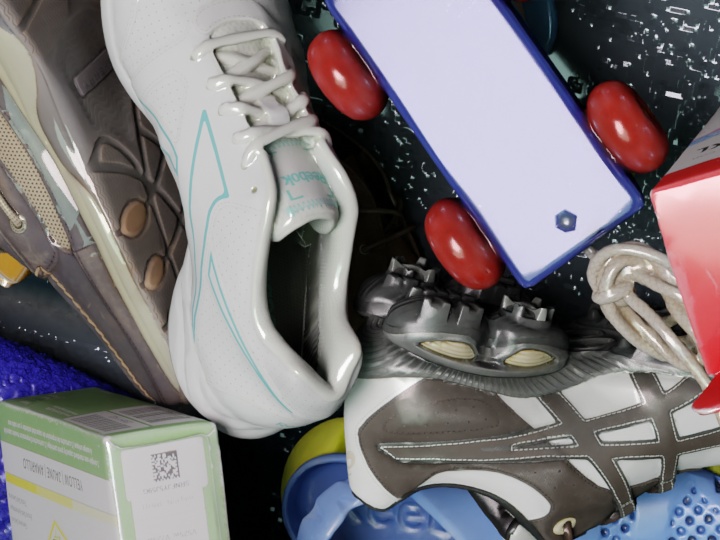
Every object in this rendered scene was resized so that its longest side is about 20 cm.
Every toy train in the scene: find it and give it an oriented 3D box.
[{"bbox_3d":[0.073,-0.029,0.867,0.085,0.116,0.200,-36,86,14],"label":"toy train"}]

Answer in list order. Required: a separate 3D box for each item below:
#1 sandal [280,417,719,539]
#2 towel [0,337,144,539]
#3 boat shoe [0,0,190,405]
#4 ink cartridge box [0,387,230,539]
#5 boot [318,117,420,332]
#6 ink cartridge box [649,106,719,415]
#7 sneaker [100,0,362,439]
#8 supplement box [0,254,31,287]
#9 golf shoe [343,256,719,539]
[{"bbox_3d":[0.056,0.106,0.944,0.200,0.087,0.080,0,105,17],"label":"sandal"},{"bbox_3d":[-0.179,0.090,0.992,0.200,0.050,0.148,25,102,-14],"label":"towel"},{"bbox_3d":[-0.110,-0.040,0.900,0.073,0.074,0.200,-17,105,32],"label":"boat shoe"},{"bbox_3d":[-0.083,0.148,0.918,0.048,0.146,0.200,-8,95,-23],"label":"ink cartridge box"},{"bbox_3d":[0.000,0.000,0.942,0.200,0.074,0.076,32,105,10],"label":"boot"},{"bbox_3d":[0.167,-0.025,0.802,0.116,0.200,0.067,-15,101,22],"label":"ink cartridge box"},{"bbox_3d":[-0.034,-0.043,0.850,0.080,0.070,0.200,-10,93,63],"label":"sneaker"},{"bbox_3d":[-0.096,-0.091,0.947,0.067,0.069,0.200,40,113,4],"label":"supplement box"},{"bbox_3d":[0.086,0.058,0.894,0.200,0.078,0.095,11,100,-14],"label":"golf shoe"}]
